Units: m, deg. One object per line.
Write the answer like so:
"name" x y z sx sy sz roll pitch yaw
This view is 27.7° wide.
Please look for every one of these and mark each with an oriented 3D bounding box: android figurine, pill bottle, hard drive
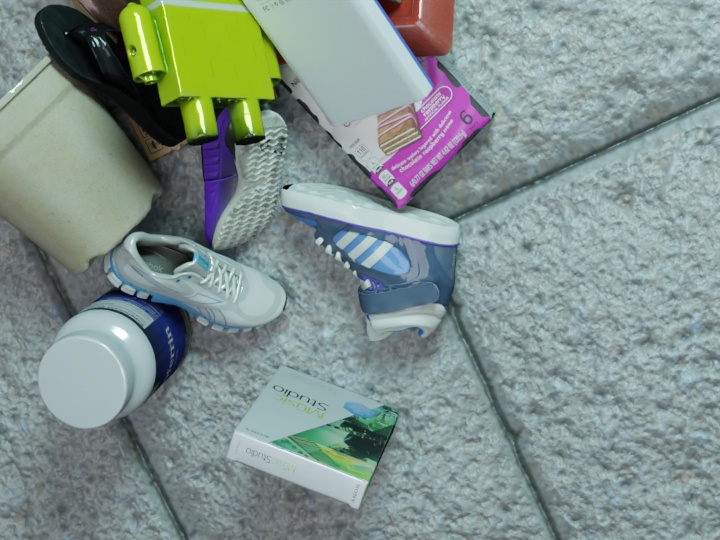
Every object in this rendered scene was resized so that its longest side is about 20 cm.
"android figurine" -0.147 -0.216 1.368 0.041 0.181 0.203 -20 82 41
"pill bottle" -0.256 0.088 1.521 0.114 0.200 0.117 2 104 10
"hard drive" -0.034 -0.232 1.369 0.131 0.025 0.201 -10 126 45

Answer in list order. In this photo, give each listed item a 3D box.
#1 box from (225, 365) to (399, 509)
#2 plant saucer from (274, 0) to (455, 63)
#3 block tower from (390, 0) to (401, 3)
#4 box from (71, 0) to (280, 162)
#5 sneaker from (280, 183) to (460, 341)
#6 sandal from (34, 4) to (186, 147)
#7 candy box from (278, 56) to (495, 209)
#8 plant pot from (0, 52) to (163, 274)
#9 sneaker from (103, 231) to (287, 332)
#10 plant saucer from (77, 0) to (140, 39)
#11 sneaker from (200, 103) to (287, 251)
"box" -0.044 0.167 1.501 0.143 0.200 0.037 20 109 4
"plant saucer" -0.003 -0.307 1.415 0.197 0.037 0.203 1 85 26
"block tower" -0.050 -0.307 1.388 0.198 0.054 0.059 17 90 26
"box" -0.195 -0.238 1.528 0.162 0.021 0.202 -24 97 14
"sneaker" 0.000 0.000 1.517 0.197 0.081 0.148 14 106 7
"sandal" -0.239 -0.205 1.465 0.048 0.076 0.200 -28 129 32
"candy box" 0.022 -0.183 1.481 0.136 0.061 0.200 -44 91 14
"plant pot" -0.309 -0.106 1.505 0.200 0.201 0.184 -39 104 16
"sneaker" -0.165 0.008 1.516 0.198 0.087 0.076 16 68 -18
"plant saucer" -0.249 -0.300 1.434 0.037 0.200 0.201 -44 92 -17
"sneaker" -0.133 -0.114 1.510 0.100 0.069 0.201 50 141 28
